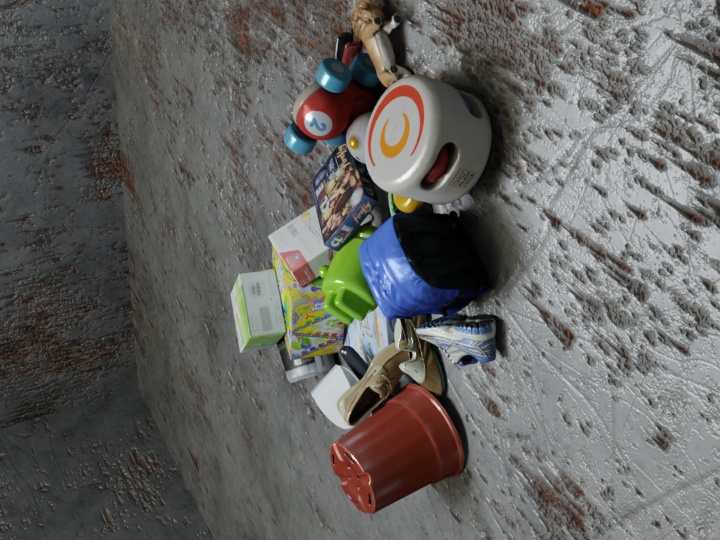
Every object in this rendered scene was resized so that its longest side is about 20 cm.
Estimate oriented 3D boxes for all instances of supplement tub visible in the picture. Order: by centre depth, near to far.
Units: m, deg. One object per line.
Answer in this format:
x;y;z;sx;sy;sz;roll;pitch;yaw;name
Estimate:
-0.142;0.155;1.987;0.122;0.122;0.202;-26;80;62;supplement tub

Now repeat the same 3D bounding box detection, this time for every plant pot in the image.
0.060;0.350;1.592;0.201;0.194;0.202;41;144;38;plant pot

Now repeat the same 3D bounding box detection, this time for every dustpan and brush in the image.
-0.008;0.300;1.724;0.201;0.057;0.140;58;137;18;dustpan and brush

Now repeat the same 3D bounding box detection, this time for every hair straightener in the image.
-0.044;-0.381;1.649;0.077;0.041;0.201;55;151;34;hair straightener

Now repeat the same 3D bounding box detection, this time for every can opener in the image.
0.023;0.237;1.727;0.201;0.078;0.063;59;156;-12;can opener

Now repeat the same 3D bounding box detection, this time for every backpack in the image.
0.090;0.005;1.355;0.168;0.199;0.163;-41;66;29;backpack

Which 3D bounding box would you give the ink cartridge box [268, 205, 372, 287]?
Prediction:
-0.074;-0.072;1.723;0.117;0.199;0.068;54;175;34;ink cartridge box

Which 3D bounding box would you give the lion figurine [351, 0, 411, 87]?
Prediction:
0.040;-0.379;1.450;0.122;0.072;0.202;7;113;69;lion figurine

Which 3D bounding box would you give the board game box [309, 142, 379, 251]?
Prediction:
-0.035;-0.152;1.612;0.136;0.034;0.201;-50;35;28;board game box

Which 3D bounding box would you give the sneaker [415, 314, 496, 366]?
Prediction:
0.164;0.127;1.454;0.200;0.077;0.086;-1;106;62;sneaker

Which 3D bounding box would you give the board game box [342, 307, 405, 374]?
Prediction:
0.019;0.100;1.745;0.199;0.041;0.202;23;122;57;board game box

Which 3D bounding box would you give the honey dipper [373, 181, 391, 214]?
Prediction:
0.058;-0.117;1.577;0.038;0.038;0.202;-19;88;62;honey dipper

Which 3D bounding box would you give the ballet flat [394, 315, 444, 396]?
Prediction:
0.102;0.148;1.580;0.068;0.072;0.202;-6;98;61;ballet flat

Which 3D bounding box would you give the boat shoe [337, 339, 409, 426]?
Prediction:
0.040;0.224;1.636;0.071;0.200;0.065;39;-174;-27;boat shoe

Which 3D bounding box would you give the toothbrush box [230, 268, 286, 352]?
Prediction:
-0.234;0.094;1.887;0.200;0.085;0.147;133;128;-71;toothbrush box

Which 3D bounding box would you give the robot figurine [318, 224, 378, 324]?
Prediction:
0.000;0.000;1.600;0.175;0.115;0.201;-22;40;56;robot figurine

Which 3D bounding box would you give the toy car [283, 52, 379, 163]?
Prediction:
-0.007;-0.254;1.511;0.200;0.176;0.185;50;133;18;toy car

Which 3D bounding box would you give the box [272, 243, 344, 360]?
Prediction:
-0.115;0.052;1.825;0.193;0.121;0.201;97;160;-47;box

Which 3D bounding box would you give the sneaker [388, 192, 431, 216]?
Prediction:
0.080;-0.076;1.509;0.085;0.078;0.202;11;113;61;sneaker

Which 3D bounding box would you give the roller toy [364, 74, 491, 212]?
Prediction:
0.108;-0.198;1.303;0.182;0.139;0.202;-5;77;54;roller toy
